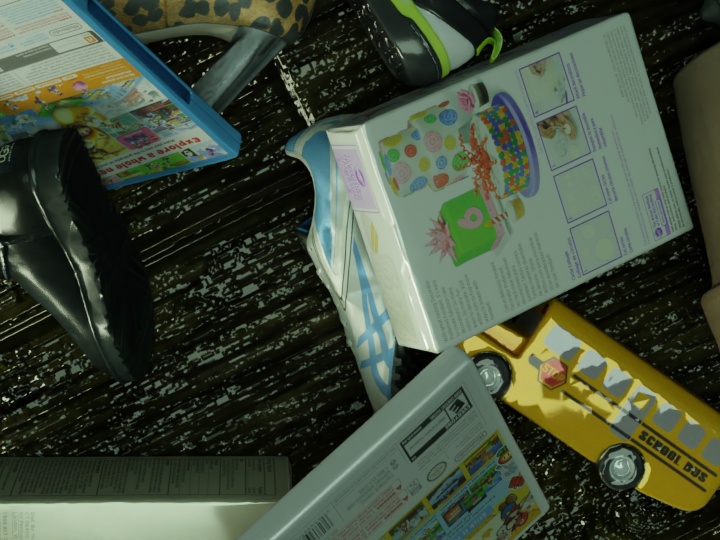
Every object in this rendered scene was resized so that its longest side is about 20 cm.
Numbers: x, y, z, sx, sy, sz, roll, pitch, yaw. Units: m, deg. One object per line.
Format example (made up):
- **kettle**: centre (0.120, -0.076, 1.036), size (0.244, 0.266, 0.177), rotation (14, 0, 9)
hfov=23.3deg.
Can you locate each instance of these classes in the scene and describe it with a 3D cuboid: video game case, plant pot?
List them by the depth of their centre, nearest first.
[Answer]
- **video game case**: centre (-0.181, -0.110, 1.011), size (0.142, 0.018, 0.200), rotation (-11, 145, 30)
- **plant pot**: centre (0.274, -0.064, 1.068), size (0.199, 0.200, 0.176), rotation (-26, 83, 1)
- **video game case**: centre (0.018, 0.165, 1.089), size (0.200, 0.023, 0.183), rotation (-42, 138, -10)

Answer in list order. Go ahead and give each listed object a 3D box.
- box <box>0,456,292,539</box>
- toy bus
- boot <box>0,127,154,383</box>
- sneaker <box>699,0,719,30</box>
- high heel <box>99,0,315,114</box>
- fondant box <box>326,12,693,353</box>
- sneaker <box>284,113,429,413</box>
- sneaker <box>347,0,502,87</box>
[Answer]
- **box**: centre (-0.142, 0.168, 1.115), size (0.198, 0.095, 0.079), rotation (1, 102, -3)
- **toy bus**: centre (0.146, 0.079, 1.132), size (0.199, 0.065, 0.079), rotation (34, 96, -8)
- **boot**: centre (-0.228, -0.007, 1.085), size (0.161, 0.074, 0.199), rotation (-6, 131, 15)
- **sneaker**: centre (0.204, -0.242, 1.075), size (0.111, 0.077, 0.201), rotation (-32, 91, 12)
- **high heel**: centre (-0.128, -0.193, 1.075), size (0.200, 0.071, 0.143), rotation (43, 85, -8)
- **fondant box**: centre (0.094, -0.056, 1.074), size (0.199, 0.058, 0.146), rotation (-24, 103, -23)
- **sneaker**: centre (0.000, 0.000, 1.114), size (0.072, 0.072, 0.202), rotation (-6, 104, 23)
- **sneaker**: centre (0.019, -0.205, 1.063), size (0.082, 0.072, 0.201), rotation (-29, 85, -7)
